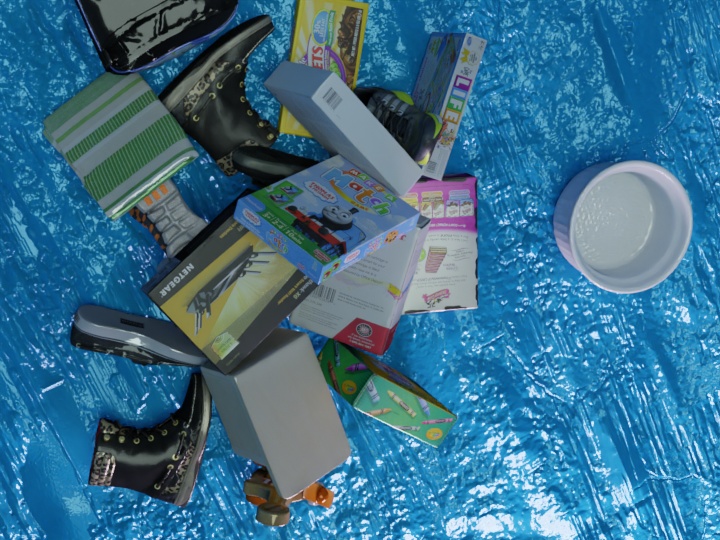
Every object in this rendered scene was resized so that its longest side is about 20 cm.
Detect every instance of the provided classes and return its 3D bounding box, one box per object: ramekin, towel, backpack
[{"bbox_3d":[0.393,-0.072,1.686,0.200,0.098,0.201,-3,101,-13],"label":"ramekin"},{"bbox_3d":[-0.320,-0.174,1.460,0.152,0.200,0.023,-38,152,-4],"label":"towel"},{"bbox_3d":[-0.268,-0.365,1.435,0.200,0.147,0.183,-24,104,-7],"label":"backpack"}]

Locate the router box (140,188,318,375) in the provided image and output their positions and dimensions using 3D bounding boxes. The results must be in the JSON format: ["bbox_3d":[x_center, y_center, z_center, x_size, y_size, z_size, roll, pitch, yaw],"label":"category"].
[{"bbox_3d":[-0.165,0.015,1.475,0.200,0.052,0.157,-45,112,-10],"label":"router box"}]

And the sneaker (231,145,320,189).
[{"bbox_3d":[-0.114,-0.107,1.529,0.199,0.076,0.114,11,109,-58],"label":"sneaker"}]

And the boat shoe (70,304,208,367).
[{"bbox_3d":[-0.313,0.103,1.570,0.200,0.069,0.057,19,115,-15],"label":"boat shoe"}]

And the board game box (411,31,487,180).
[{"bbox_3d":[0.107,-0.235,1.561,0.034,0.134,0.200,16,98,-20],"label":"board game box"}]

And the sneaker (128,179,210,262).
[{"bbox_3d":[-0.255,-0.058,1.520,0.078,0.112,0.200,-33,104,-15],"label":"sneaker"}]

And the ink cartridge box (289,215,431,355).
[{"bbox_3d":[0.000,0.000,1.571,0.147,0.086,0.200,21,105,10],"label":"ink cartridge box"}]

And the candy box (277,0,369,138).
[{"bbox_3d":[-0.054,-0.287,1.568,0.102,0.026,0.200,7,100,-14],"label":"candy box"}]

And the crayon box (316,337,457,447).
[{"bbox_3d":[0.035,0.177,1.602,0.200,0.119,0.058,32,93,-42],"label":"crayon box"}]

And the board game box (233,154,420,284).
[{"bbox_3d":[-0.041,-0.072,1.437,0.200,0.151,0.037,-30,149,-45],"label":"board game box"}]

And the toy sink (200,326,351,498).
[{"bbox_3d":[-0.120,0.199,1.564,0.130,0.112,0.200,-31,110,-30],"label":"toy sink"}]

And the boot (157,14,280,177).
[{"bbox_3d":[-0.166,-0.241,1.526,0.200,0.073,0.151,-44,111,-8],"label":"boot"}]

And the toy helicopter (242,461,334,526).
[{"bbox_3d":[-0.106,0.326,1.590,0.132,0.200,0.079,10,99,2],"label":"toy helicopter"}]

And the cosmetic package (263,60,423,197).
[{"bbox_3d":[-0.023,-0.193,1.493,0.052,0.151,0.200,-51,123,-9],"label":"cosmetic package"}]

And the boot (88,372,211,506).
[{"bbox_3d":[-0.300,0.234,1.586,0.150,0.073,0.200,12,102,-15],"label":"boot"}]

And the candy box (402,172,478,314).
[{"bbox_3d":[0.102,-0.040,1.639,0.136,0.061,0.200,-4,102,-12],"label":"candy box"}]

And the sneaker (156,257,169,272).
[{"bbox_3d":[-0.188,0.005,1.580,0.200,0.078,0.099,15,64,-4],"label":"sneaker"}]

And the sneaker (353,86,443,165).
[{"bbox_3d":[0.046,-0.202,1.515,0.081,0.200,0.074,13,107,-28],"label":"sneaker"}]
